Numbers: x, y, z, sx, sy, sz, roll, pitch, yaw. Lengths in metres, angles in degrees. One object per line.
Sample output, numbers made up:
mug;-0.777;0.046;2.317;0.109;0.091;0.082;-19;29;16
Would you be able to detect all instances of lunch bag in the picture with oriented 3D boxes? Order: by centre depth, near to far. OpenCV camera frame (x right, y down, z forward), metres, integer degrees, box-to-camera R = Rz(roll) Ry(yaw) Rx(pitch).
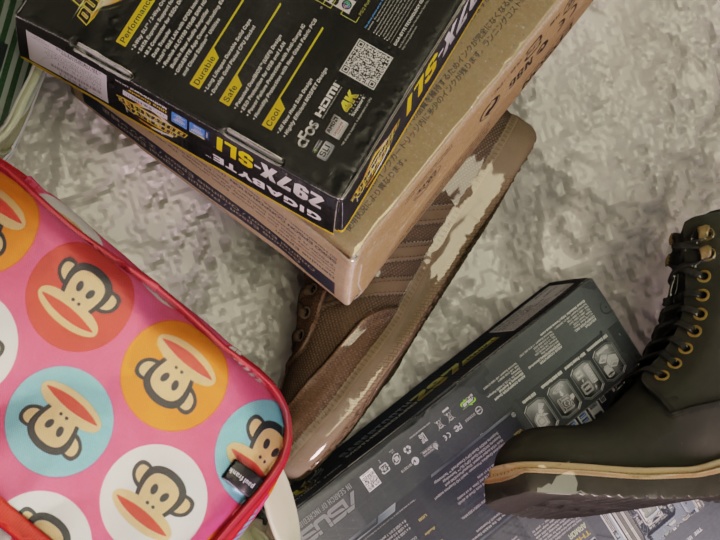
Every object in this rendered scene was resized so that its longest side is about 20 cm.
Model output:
lunch bag;-0.146;0.069;1.171;0.200;0.082;0.176;39;80;-2

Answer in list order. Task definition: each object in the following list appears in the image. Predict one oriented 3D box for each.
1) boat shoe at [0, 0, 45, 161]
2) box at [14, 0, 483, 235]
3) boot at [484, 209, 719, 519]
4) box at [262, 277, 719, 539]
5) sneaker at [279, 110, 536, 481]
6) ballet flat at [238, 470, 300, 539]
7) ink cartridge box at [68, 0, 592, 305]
boat shoe;-0.144;-0.138;1.258;0.072;0.062;0.202;14;82;-19
box;-0.026;-0.140;1.218;0.159;0.049;0.201;28;74;8
boot;0.134;0.037;1.305;0.199;0.077;0.139;-2;82;-38
box;0.066;0.123;1.332;0.200;0.051;0.158;-37;100;-19
sneaker;0.000;0.000;1.315;0.075;0.070;0.201;33;73;4
ballet flat;-0.074;0.074;1.250;0.074;0.074;0.201;-29;83;-19
ink cartridge box;-0.008;-0.115;1.275;0.164;0.075;0.200;37;76;9
